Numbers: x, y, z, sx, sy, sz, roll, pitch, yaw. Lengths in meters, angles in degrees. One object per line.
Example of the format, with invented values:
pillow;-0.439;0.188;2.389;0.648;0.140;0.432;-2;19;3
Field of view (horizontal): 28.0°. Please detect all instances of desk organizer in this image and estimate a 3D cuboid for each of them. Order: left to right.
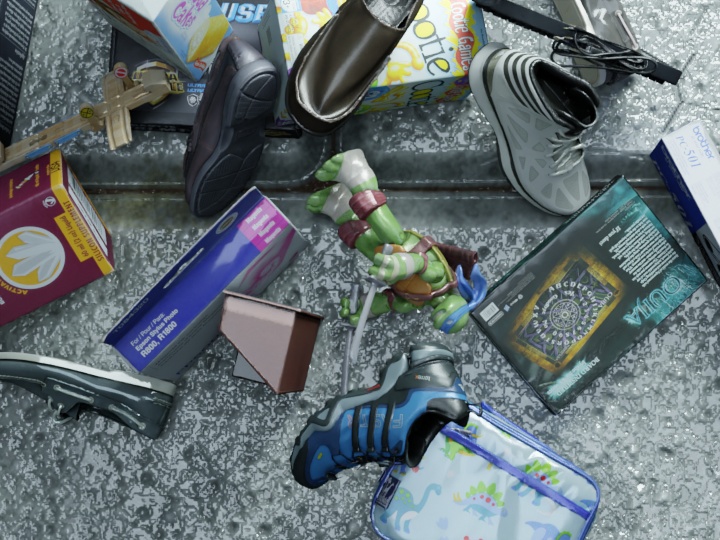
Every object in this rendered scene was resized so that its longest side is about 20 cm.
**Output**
desk organizer;-0.086;0.069;1.344;0.071;0.200;0.078;13;87;5

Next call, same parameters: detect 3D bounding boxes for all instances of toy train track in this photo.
toy train track;-0.278;-0.149;1.392;0.198;0.033;0.115;-24;45;9

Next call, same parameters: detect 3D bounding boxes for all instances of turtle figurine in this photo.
turtle figurine;0.000;0.000;1.368;0.199;0.144;0.195;-36;72;7

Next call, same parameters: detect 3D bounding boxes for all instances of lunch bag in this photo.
lunch bag;0.118;0.219;1.372;0.199;0.082;0.162;32;85;6

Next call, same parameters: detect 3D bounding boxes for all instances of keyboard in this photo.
keyboard;0.197;-0.203;1.334;0.198;0.104;0.040;19;97;-12

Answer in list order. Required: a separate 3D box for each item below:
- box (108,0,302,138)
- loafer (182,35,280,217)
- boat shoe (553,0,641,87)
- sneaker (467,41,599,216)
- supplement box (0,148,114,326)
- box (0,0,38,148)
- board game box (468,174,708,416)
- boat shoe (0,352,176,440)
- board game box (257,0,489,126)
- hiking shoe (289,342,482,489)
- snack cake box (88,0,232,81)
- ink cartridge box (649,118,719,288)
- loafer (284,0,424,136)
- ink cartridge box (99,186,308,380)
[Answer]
box;-0.151;-0.239;1.458;0.198;0.050;0.201;3;85;4
loafer;-0.131;-0.139;1.397;0.071;0.201;0.063;-17;58;-37
boat shoe;0.223;-0.281;1.427;0.056;0.067;0.202;-17;88;-17
sneaker;0.182;-0.118;1.342;0.076;0.115;0.201;-44;123;-14
supplement box;-0.354;-0.016;1.409;0.198;0.086;0.111;-26;121;2
box;-0.420;-0.220;1.448;0.146;0.104;0.202;10;85;6
board game box;0.219;0.025;1.395;0.200;0.028;0.136;-41;96;0
boat shoe;-0.283;0.122;1.419;0.198;0.073;0.062;10;81;1
board game box;0.013;-0.213;1.386;0.198;0.105;0.104;-10;83;-14
hiking shoe;0.015;0.151;1.329;0.200;0.074;0.087;-41;56;22
snack cake box;-0.198;-0.256;1.338;0.115;0.200;0.067;35;87;8
ink cartridge box;0.345;-0.039;1.372;0.044;0.094;0.201;-27;83;2
loafer;-0.001;-0.212;1.292;0.073;0.071;0.201;32;76;-7
ink cartridge box;-0.139;0.019;1.353;0.196;0.200;0.043;-45;82;0
